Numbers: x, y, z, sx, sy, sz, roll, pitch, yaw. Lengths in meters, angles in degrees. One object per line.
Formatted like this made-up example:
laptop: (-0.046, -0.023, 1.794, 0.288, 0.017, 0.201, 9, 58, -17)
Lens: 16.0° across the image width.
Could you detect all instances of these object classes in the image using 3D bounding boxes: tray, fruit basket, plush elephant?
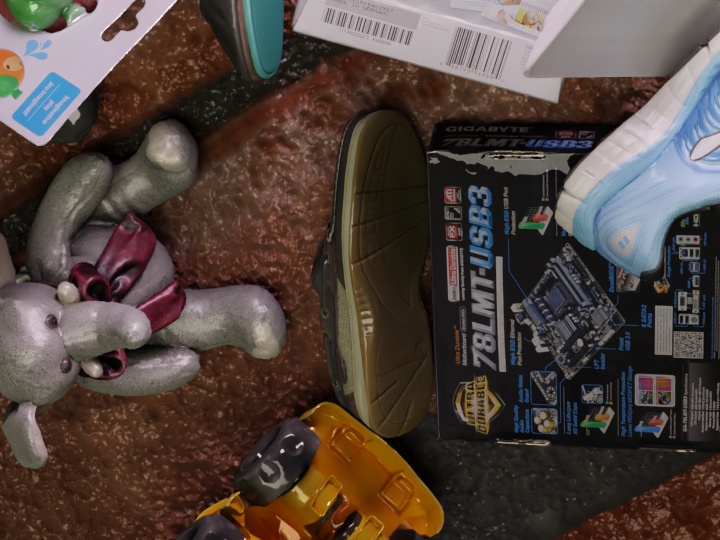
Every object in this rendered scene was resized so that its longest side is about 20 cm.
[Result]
tray: (0.164, -0.150, 1.386, 0.022, 0.199, 0.108, 49, 118, 22)
fruit basket: (-0.194, -0.186, 1.410, 0.199, 0.185, 0.094, 32, 158, 22)
plush elephant: (-0.168, 0.024, 1.538, 0.199, 0.155, 0.166, -13, 113, 16)

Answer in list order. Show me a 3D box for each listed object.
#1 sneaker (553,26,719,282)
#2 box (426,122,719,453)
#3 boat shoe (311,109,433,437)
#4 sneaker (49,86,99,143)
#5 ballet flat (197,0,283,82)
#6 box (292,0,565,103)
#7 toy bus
sneaker: (0.205, -0.073, 1.433, 0.200, 0.078, 0.090, -44, 80, 3)
box: (0.141, 0.011, 1.533, 0.197, 0.050, 0.201, 2, 116, 11)
boat shoe: (0.001, 0.000, 1.544, 0.066, 0.072, 0.202, 14, 115, 44)
sneaker: (-0.241, -0.140, 1.510, 0.200, 0.091, 0.076, 40, 114, -11)
ballet flat: (-0.079, -0.209, 1.465, 0.068, 0.068, 0.201, 7, 107, 18)
box: (0.061, -0.203, 1.365, 0.155, 0.041, 0.201, 14, 121, -4)
toy bus: (-0.068, 0.199, 1.618, 0.136, 0.200, 0.192, 44, 153, -10)
